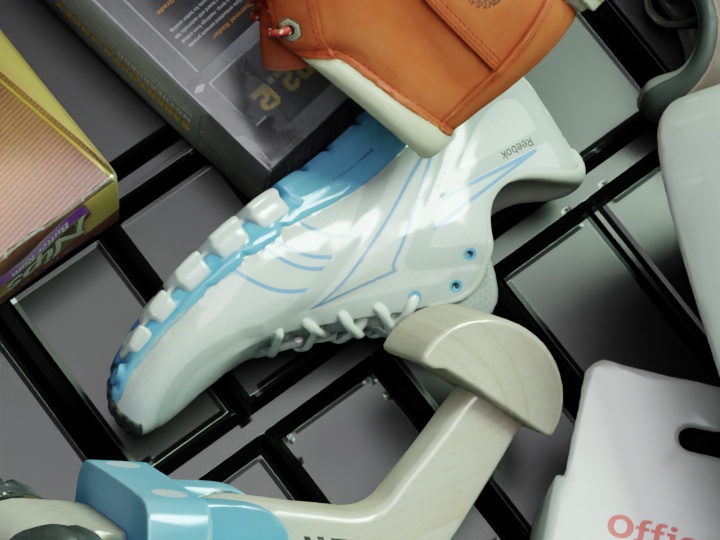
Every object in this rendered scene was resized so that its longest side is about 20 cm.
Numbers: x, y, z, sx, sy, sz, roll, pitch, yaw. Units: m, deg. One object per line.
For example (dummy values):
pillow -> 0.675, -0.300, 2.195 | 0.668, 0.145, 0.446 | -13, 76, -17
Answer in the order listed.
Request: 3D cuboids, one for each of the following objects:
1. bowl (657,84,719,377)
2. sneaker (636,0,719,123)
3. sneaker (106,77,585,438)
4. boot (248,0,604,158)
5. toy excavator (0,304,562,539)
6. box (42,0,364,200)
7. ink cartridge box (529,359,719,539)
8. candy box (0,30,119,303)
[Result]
bowl -> 0.203, 0.019, 0.899 | 0.200, 0.075, 0.200 | 0, 70, -49
sneaker -> 0.139, -0.142, 0.999 | 0.082, 0.077, 0.200 | 6, 73, 4
sneaker -> 0.000, 0.000, 0.950 | 0.200, 0.075, 0.087 | -41, 86, -13
boot -> -0.018, -0.123, 0.885 | 0.200, 0.075, 0.107 | 39, 101, -15
toy excavator -> -0.039, 0.103, 0.902 | 0.200, 0.100, 0.195 | 5, 95, -24
box -> -0.021, -0.147, 1.000 | 0.158, 0.048, 0.200 | 44, 76, 7
ink cartridge box -> 0.106, 0.143, 0.916 | 0.115, 0.068, 0.200 | 14, 74, 1
candy box -> -0.191, -0.067, 0.963 | 0.117, 0.056, 0.200 | -38, 81, -13
